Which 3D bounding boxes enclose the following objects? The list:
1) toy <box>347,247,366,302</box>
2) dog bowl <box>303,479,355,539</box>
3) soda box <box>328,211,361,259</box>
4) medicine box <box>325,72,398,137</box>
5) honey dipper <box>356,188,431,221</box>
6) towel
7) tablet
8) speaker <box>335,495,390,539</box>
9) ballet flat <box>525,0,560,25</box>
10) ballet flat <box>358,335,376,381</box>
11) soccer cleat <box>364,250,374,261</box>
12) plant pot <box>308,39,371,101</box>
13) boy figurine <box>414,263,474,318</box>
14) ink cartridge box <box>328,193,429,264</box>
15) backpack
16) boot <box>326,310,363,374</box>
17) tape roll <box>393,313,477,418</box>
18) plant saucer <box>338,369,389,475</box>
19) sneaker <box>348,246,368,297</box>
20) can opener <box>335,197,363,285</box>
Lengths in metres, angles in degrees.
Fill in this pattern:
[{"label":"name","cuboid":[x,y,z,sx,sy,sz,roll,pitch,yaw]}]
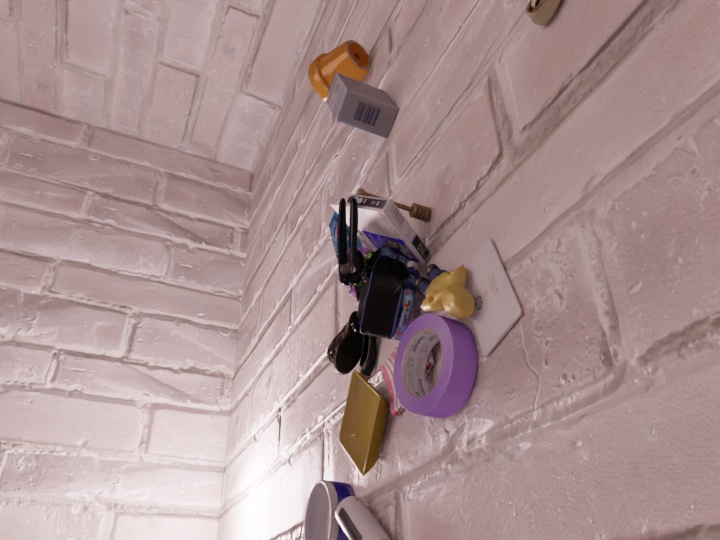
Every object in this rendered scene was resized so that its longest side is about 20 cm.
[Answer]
[{"label":"toy","cuboid":[0.000,0.000,1.489,0.200,0.046,0.117,-64,-41,-77]},{"label":"dog bowl","cuboid":[-0.080,0.657,1.507,0.200,0.077,0.204,-167,90,-68]},{"label":"soda box","cuboid":[-0.051,-0.111,1.884,0.201,0.067,0.065,-107,36,-52]},{"label":"medicine box","cuboid":[0.001,-0.526,1.830,0.201,0.179,0.104,-112,41,-56]},{"label":"honey dipper","cuboid":[0.079,-0.160,1.401,0.038,0.196,0.039,-167,91,-70]},{"label":"towel","cuboid":[0.106,0.221,1.350,0.148,0.029,0.202,-105,35,-49]},{"label":"tablet","cuboid":[0.244,0.049,1.118,0.202,0.013,0.131,-100,30,-46]},{"label":"speaker","cuboid":[0.010,0.597,1.313,0.199,0.080,0.083,-161,84,-68]},{"label":"ballet flat","cuboid":[0.370,-0.562,1.074,0.070,0.068,0.202,-110,38,-54]},{"label":"ballet flat","cuboid":[0.014,0.200,1.552,0.066,0.056,0.204,-173,91,-68]},{"label":"soccer cleat","cuboid":[0.059,-0.034,1.542,0.200,0.080,0.069,143,136,-59]},{"label":"plant pot","cuboid":[-0.064,-0.742,2.139,0.182,0.198,0.204,-30,49,41]},{"label":"boy figurine","cuboid":[0.177,0.039,1.183,0.125,0.064,0.200,-47,19,-1]},{"label":"ink cartridge box","cuboid":[0.046,-0.104,1.395,0.198,0.198,0.044,15,65,46]},{"label":"backpack","cuboid":[0.066,0.043,1.374,0.201,0.132,0.186,-71,-7,-60]},{"label":"boot","cuboid":[-0.049,0.230,1.651,0.151,0.072,0.202,-53,18,49]},{"label":"tape roll","cuboid":[0.148,0.193,1.178,0.200,0.065,0.204,-40,42,48]},{"label":"plant saucer","cuboid":[0.013,0.379,1.461,0.200,0.048,0.204,-154,74,-67]},{"label":"sneaker","cuboid":[-0.003,0.005,1.672,0.081,0.087,0.203,122,153,-42]},{"label":"can opener","cuboid":[-0.029,-0.065,1.326,0.079,0.062,0.204,-71,-25,-80]}]
